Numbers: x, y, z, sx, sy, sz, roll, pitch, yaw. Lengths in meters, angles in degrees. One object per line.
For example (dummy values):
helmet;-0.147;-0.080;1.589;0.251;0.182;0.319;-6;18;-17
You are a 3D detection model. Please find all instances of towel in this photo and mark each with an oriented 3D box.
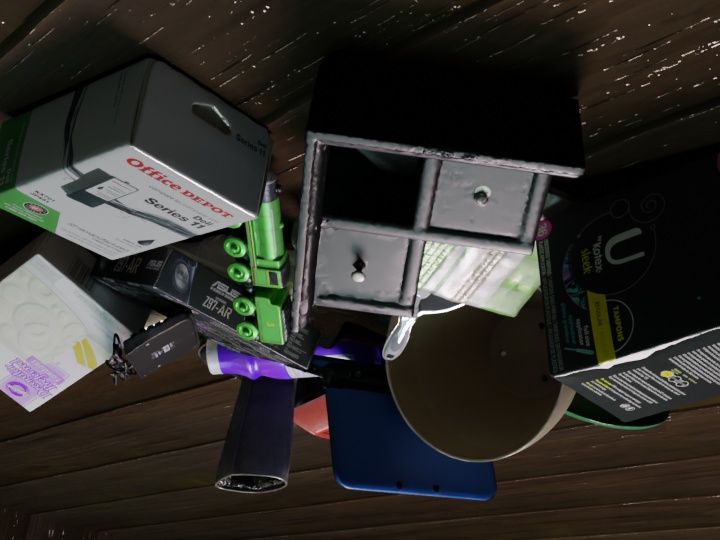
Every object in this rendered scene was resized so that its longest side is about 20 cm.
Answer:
towel;0.093;-0.036;1.015;0.200;0.031;0.149;18;128;-28

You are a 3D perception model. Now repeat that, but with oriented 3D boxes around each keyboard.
keyboard;-0.222;0.073;1.204;0.104;0.040;0.200;-30;172;-12

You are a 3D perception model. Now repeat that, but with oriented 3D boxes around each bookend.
bookend;0.052;-0.041;0.902;0.198;0.092;0.200;8;132;-1

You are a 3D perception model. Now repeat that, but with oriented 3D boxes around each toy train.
toy train;-0.094;-0.013;1.076;0.056;0.042;0.200;7;128;14

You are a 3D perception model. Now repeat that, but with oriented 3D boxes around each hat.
hat;0.279;0.059;1.244;0.200;0.177;0.166;21;-157;27

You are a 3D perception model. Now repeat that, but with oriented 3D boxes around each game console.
game console;0.029;0.164;1.234;0.200;0.119;0.171;12;177;-30

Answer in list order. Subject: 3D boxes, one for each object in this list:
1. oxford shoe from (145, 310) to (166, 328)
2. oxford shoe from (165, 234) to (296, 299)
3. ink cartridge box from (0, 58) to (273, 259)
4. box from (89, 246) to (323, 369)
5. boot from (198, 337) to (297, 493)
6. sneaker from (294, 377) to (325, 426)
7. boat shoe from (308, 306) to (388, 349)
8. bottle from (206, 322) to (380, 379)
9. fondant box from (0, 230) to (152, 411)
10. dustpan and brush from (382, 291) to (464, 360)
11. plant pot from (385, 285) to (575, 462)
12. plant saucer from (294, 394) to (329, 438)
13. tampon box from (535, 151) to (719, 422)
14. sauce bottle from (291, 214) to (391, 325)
oxford shoe;-0.249;0.056;1.345;0.199;0.074;0.071;8;157;-1
oxford shoe;-0.123;-0.010;1.184;0.200;0.058;0.075;12;168;30
ink cartridge box;-0.195;-0.087;0.981;0.200;0.083;0.146;-14;150;39
box;-0.162;0.036;1.207;0.200;0.044;0.160;32;165;-32
boot;-0.144;0.172;1.420;0.181;0.201;0.073;-11;151;38
sneaker;-0.026;0.139;1.479;0.114;0.076;0.199;-2;150;-34
boat shoe;-0.029;0.052;1.271;0.199;0.069;0.074;7;157;3
bottle;-0.078;0.091;1.352;0.199;0.065;0.084;-5;158;7
fondant box;-0.349;0.056;1.272;0.200;0.058;0.144;-31;117;31
dustpan and brush;0.057;0.014;1.106;0.139;0.057;0.200;13;142;-11
plant pot;0.144;0.085;1.175;0.200;0.201;0.134;-9;175;34
plant saucer;0.040;0.173;1.457;0.200;0.037;0.200;-26;154;21
tampon box;0.264;0.014;0.947;0.200;0.150;0.126;-23;144;33
sauce bottle;0.000;0.000;1.152;0.065;0.065;0.200;-3;156;24
